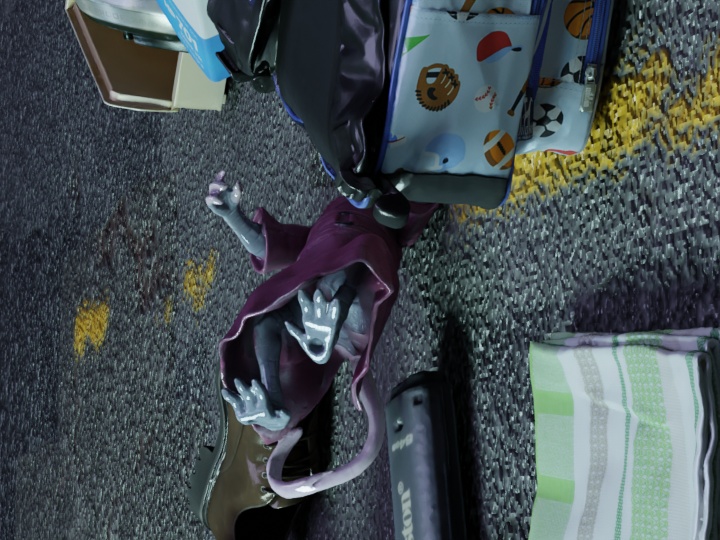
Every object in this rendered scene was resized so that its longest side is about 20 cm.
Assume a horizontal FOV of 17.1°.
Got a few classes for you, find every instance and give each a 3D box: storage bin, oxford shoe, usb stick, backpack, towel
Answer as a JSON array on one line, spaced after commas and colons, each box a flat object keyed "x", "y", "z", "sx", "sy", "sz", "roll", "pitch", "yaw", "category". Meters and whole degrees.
[{"x": -0.142, "y": -0.241, "z": 1.725, "sx": 0.199, "sy": 0.093, "sz": 0.201, "roll": -119, "pitch": 36, "yaw": -58, "category": "storage bin"}, {"x": -0.047, "y": 0.097, "z": 1.454, "sx": 0.084, "sy": 0.072, "sz": 0.201, "roll": 50, "pitch": 140, "yaw": 42, "category": "oxford shoe"}, {"x": 0.038, "y": 0.152, "z": 1.221, "sx": 0.055, "sy": 0.032, "sz": 0.201, "roll": 130, "pitch": 139, "yaw": -63, "category": "usb stick"}, {"x": 0.033, "y": -0.140, "z": 1.088, "sx": 0.200, "sy": 0.153, "sz": 0.191, "roll": -133, "pitch": 41, "yaw": -55, "category": "backpack"}, {"x": 0.110, "y": 0.098, "z": 1.009, "sx": 0.200, "sy": 0.031, "sz": 0.150, "roll": 177, "pitch": 96, "yaw": -72, "category": "towel"}]

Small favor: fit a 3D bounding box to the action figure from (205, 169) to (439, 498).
[{"x": 0.000, "y": 0.000, "z": 1.274, "sx": 0.149, "sy": 0.133, "sz": 0.200, "roll": 66, "pitch": -155, "yaw": -23, "category": "action figure"}]

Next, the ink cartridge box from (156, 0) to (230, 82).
[{"x": -0.043, "y": -0.206, "z": 1.216, "sx": 0.086, "sy": 0.146, "sz": 0.200, "roll": 58, "pitch": 170, "yaw": 23, "category": "ink cartridge box"}]

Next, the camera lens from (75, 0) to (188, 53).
[{"x": -0.091, "y": -0.239, "z": 1.462, "sx": 0.160, "sy": 0.159, "sz": 0.201, "roll": -139, "pitch": 53, "yaw": -67, "category": "camera lens"}]
